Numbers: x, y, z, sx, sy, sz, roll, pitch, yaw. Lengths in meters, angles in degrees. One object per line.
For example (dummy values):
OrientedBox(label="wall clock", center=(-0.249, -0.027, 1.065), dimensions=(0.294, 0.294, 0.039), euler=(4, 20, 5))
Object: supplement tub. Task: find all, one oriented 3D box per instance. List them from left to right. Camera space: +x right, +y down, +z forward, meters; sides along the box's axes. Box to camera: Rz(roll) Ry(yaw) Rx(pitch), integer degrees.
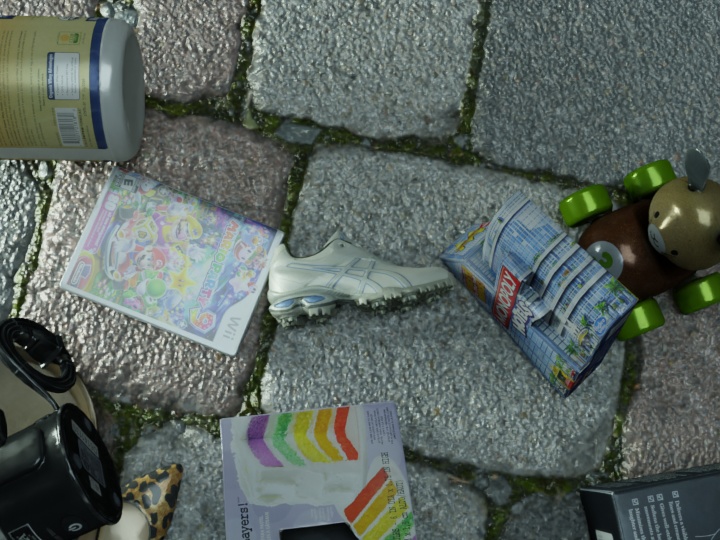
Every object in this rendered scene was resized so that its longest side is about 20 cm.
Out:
OrientedBox(label="supplement tub", center=(-0.329, -0.184, 0.883), dimensions=(0.197, 0.144, 0.146), euler=(1, 78, -4))

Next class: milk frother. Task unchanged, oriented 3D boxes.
OrientedBox(label="milk frother", center=(-0.344, 0.169, 0.800), dimensions=(0.186, 0.200, 0.182), euler=(-24, 121, -4))

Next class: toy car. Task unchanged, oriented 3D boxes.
OrientedBox(label="toy car", center=(0.312, -0.038, 0.870), dimensions=(0.156, 0.200, 0.166), euler=(-21, 80, -8))

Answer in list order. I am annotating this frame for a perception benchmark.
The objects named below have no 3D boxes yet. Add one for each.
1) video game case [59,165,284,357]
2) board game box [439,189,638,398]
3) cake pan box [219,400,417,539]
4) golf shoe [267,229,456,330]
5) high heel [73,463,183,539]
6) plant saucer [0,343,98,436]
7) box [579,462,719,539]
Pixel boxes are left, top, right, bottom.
OrientedBox(label="video game case", center=(-0.197, -0.011, 0.921), dimensions=(0.198, 0.018, 0.145), euler=(21, 77, 0))
OrientedBox(label="board game box", center=(0.166, 0.014, 0.875), dimensions=(0.062, 0.200, 0.200), euler=(-41, 69, -12))
OrientedBox(label="cake pan box", center=(-0.041, 0.234, 0.837), dimensions=(0.182, 0.052, 0.202), euler=(-4, 61, -5))
OrientedBox(label="golf shoe", center=(0.000, 0.000, 0.906), dimensions=(0.197, 0.078, 0.098), euler=(-6, 75, -6))
OrientedBox(label="high heel", center=(-0.238, 0.260, 0.799), dimensions=(0.071, 0.143, 0.200), euler=(40, 79, 5))
OrientedBox(label="plant saucer", center=(-0.359, 0.170, 0.867), dimensions=(0.197, 0.029, 0.203), euler=(1, 79, -3))
OrientedBox(label="box", center=(0.338, 0.274, 0.856), dimensions=(0.197, 0.107, 0.150), euler=(-8, 79, -5))
